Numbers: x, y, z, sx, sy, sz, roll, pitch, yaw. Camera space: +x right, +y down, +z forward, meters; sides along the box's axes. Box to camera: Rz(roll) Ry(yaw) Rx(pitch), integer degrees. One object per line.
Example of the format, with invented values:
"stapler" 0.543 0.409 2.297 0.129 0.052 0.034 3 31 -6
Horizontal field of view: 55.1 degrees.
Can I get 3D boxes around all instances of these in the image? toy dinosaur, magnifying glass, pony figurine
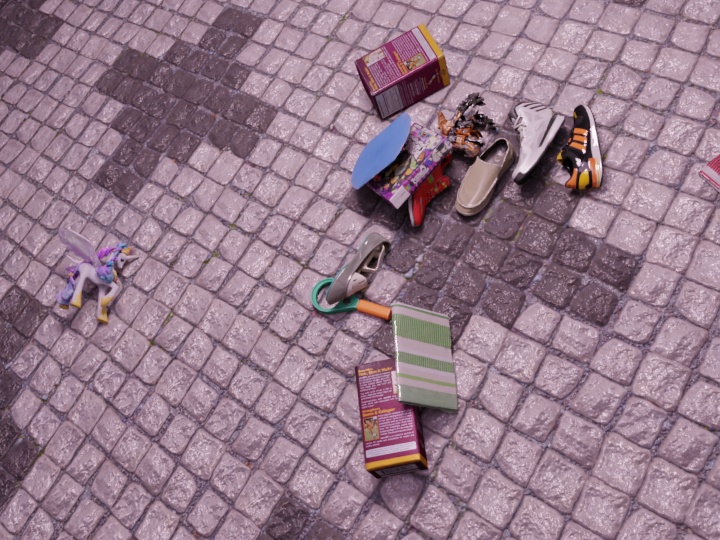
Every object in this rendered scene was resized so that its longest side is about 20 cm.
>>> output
"toy dinosaur" 0.228 -0.330 1.569 0.135 0.102 0.201 -39 59 1
"magnifying glass" -0.021 0.069 1.498 0.195 0.022 0.081 16 70 24
"pony figurine" -0.665 0.003 1.693 0.188 0.167 0.205 19 64 -9

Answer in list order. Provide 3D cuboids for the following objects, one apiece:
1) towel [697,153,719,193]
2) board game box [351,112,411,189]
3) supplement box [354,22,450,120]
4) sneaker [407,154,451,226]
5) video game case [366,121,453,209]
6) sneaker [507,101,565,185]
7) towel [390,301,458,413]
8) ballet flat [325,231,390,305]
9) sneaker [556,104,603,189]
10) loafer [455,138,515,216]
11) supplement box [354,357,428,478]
"towel" 0.794 -0.211 1.361 0.198 0.023 0.145 -37 58 -2
"board game box" 0.056 -0.254 1.538 0.198 0.039 0.161 -35 32 39
"supplement box" 0.103 -0.484 1.686 0.196 0.104 0.133 -27 59 3
"sneaker" 0.156 -0.191 1.539 0.082 0.077 0.205 11 69 17
"video game case" 0.098 -0.240 1.539 0.182 0.036 0.200 -48 29 3
"sneaker" 0.353 -0.284 1.498 0.114 0.076 0.202 33 67 6
"towel" 0.123 0.167 1.340 0.023 0.149 0.206 -36 47 45
"ballet flat" 0.000 0.000 1.486 0.062 0.068 0.202 25 63 23
"sneaker" 0.461 -0.266 1.473 0.087 0.070 0.206 -8 64 11
"loafer" 0.269 -0.212 1.512 0.074 0.069 0.202 27 75 28
"supplement box" 0.059 0.281 1.326 0.107 0.086 0.205 -13 61 11
